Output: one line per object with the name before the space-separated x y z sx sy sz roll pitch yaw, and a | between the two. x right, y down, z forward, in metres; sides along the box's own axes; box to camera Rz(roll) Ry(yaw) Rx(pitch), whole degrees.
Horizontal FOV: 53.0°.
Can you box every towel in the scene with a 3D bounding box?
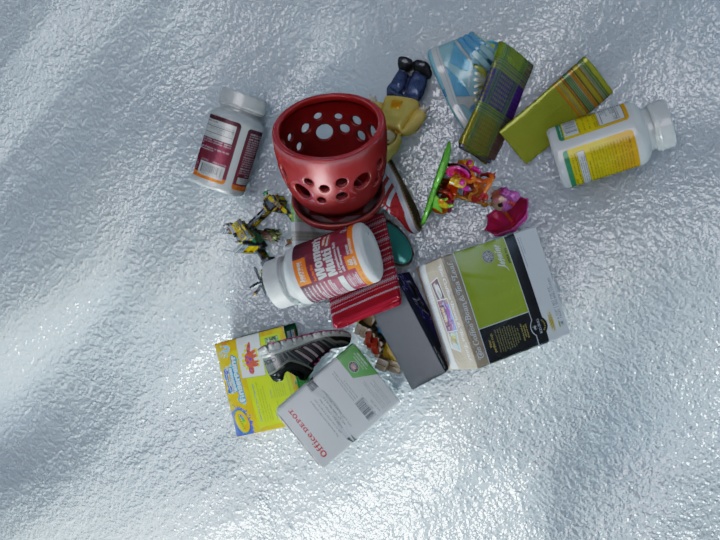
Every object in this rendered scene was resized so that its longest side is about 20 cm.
towel | -0.083 -0.034 1.417 0.030 0.149 0.202 -2 92 29
towel | 0.000 0.000 1.336 0.144 0.022 0.201 -24 53 20
towel | 0.356 -0.291 1.320 0.200 0.018 0.086 -40 105 15
towel | 0.244 -0.297 1.308 0.023 0.143 0.202 28 101 33

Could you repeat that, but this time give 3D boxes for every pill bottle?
pill bottle | 0.438 -0.226 1.264 0.198 0.113 0.114 -17 88 17
pill bottle | -0.068 -0.004 1.286 0.198 0.109 0.111 -19 87 17
pill bottle | -0.265 -0.264 1.480 0.113 0.114 0.202 21 98 15

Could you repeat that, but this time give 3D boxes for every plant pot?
plant pot | -0.046 -0.190 1.293 0.198 0.183 0.202 -4 49 4

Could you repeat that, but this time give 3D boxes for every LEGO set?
LEGO set | -0.187 -0.058 1.455 0.153 0.116 0.201 -31 79 20

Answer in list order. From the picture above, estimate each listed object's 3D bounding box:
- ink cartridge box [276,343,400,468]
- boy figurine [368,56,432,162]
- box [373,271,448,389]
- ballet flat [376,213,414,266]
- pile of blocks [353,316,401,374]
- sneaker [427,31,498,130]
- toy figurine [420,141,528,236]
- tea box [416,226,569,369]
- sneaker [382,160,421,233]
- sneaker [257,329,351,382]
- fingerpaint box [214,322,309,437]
ink cartridge box | -0.046 0.262 1.411 0.200 0.084 0.146 -39 90 -6
boy figurine | 0.066 -0.304 1.376 0.123 0.064 0.201 20 79 16
box | 0.095 0.110 1.373 0.078 0.141 0.201 -29 85 17
ballet flat | 0.027 -0.077 1.423 0.200 0.072 0.072 39 103 11
pile of blocks | 0.027 0.117 1.436 0.082 0.062 0.201 -36 83 16
sneaker | 0.219 -0.352 1.343 0.130 0.079 0.201 -26 86 18
toy figurine | 0.221 -0.137 1.314 0.182 0.200 0.151 18 68 3
tea box | 0.233 0.052 1.290 0.195 0.134 0.202 -16 87 -18
sneaker | 0.036 -0.142 1.415 0.112 0.071 0.201 -29 77 13
sneaker | -0.105 0.171 1.431 0.074 0.198 0.088 -19 83 60
fingerpaint box | -0.196 0.227 1.505 0.165 0.073 0.202 -16 88 16
